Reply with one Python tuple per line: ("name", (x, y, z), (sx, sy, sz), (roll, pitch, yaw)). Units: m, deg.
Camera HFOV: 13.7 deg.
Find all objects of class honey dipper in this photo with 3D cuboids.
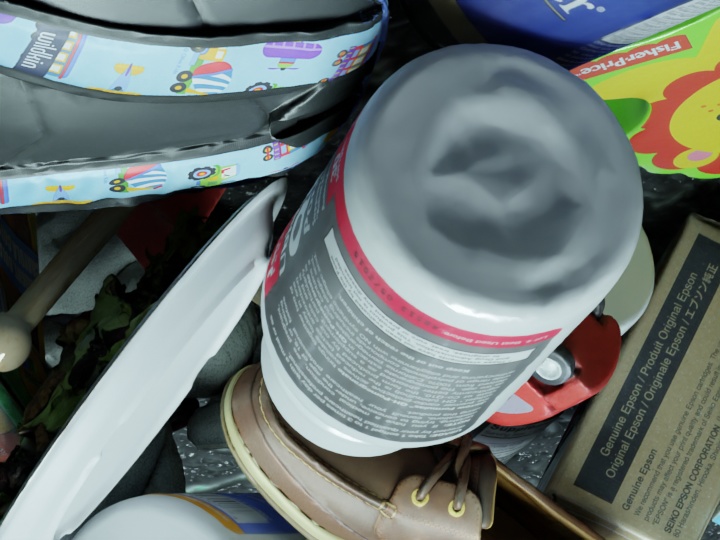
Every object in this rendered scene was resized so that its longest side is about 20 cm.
("honey dipper", (-0.088, -0.033, 1.187), (0.038, 0.200, 0.038), (27, 150, 17))

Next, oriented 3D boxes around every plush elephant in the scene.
("plush elephant", (-0.112, 0.046, 1.372), (0.155, 0.165, 0.200), (-42, -170, -10))

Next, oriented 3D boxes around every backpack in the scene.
("backpack", (-0.097, -0.104, 1.101), (0.199, 0.135, 0.183), (-1, 150, -15))

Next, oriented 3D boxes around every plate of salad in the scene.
("plate of salad", (-0.096, 0.038, 1.183), (0.048, 0.200, 0.200), (38, 143, 3))

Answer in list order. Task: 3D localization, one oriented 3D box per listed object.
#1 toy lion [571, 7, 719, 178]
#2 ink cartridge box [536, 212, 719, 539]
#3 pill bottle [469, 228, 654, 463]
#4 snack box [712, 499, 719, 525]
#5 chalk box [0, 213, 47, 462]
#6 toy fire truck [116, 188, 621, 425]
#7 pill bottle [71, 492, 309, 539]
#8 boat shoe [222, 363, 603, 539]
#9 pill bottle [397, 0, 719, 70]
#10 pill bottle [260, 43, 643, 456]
("toy lion", (0.146, -0.084, 1.288), (0.199, 0.069, 0.192), (-15, 158, 12))
("ink cartridge box", (0.135, 0.090, 1.449), (0.075, 0.165, 0.200), (26, 154, 3))
("pill bottle", (0.046, 0.035, 1.408), (0.113, 0.113, 0.200), (9, 146, -28))
("snack box", (0.222, 0.023, 1.339), (0.037, 0.200, 0.116), (27, 166, 4))
("chalk box", (-0.201, 0.013, 1.213), (0.123, 0.201, 0.125), (-12, 151, 6))
("toy fire truck", (0.000, 0.000, 1.289), (0.200, 0.049, 0.141), (44, 135, -15))
("pill bottle", (-0.041, 0.155, 1.345), (0.112, 0.112, 0.200), (-25, 164, 27))
("boat shoe", (0.031, 0.094, 1.295), (0.200, 0.072, 0.068), (35, 136, -23))
("pill bottle", (0.111, -0.147, 1.081), (0.200, 0.112, 0.112), (-22, 149, 37))
("pill bottle", (0.024, 0.003, 1.144), (0.110, 0.111, 0.200), (1, 158, -16))
